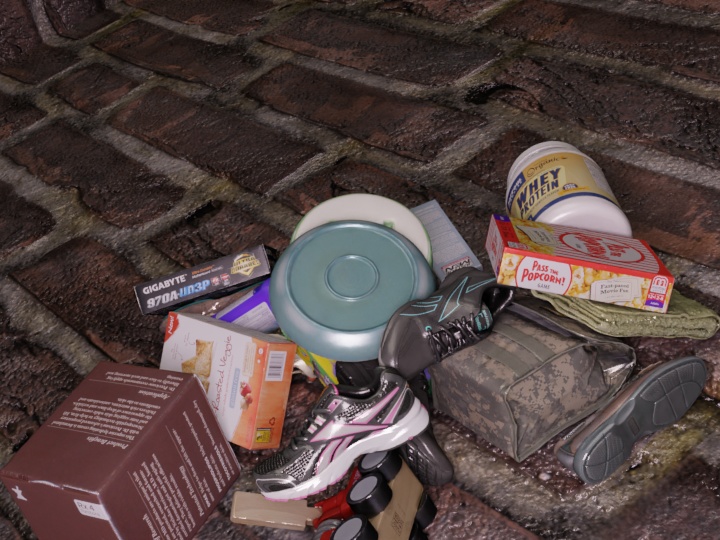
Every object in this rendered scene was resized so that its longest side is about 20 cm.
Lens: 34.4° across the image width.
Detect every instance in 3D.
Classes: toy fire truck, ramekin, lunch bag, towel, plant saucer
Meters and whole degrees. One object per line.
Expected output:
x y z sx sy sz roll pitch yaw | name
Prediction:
-0.042 0.283 1.244 0.198 0.129 0.177 -27 21 29 | toy fire truck
0.000 0.000 1.449 0.197 0.098 0.202 0 53 0 | ramekin
0.199 0.106 1.359 0.198 0.119 0.163 -28 31 -24 | lunch bag
0.316 0.042 1.387 0.197 0.037 0.148 1 21 -28 | towel
-0.010 0.014 1.361 0.197 0.028 0.202 0 53 0 | plant saucer

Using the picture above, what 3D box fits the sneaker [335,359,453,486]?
0.053 0.160 1.352 0.090 0.076 0.200 -28 59 -20 | sneaker

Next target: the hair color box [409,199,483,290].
0.116 -0.004 1.580 0.060 0.100 0.201 -21 32 -4 | hair color box

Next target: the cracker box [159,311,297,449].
-0.178 0.138 1.497 0.198 0.136 0.057 12 4 42 | cracker box

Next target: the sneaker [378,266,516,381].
0.097 0.058 1.304 0.079 0.076 0.200 8 39 44 | sneaker

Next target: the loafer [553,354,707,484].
0.295 0.152 1.280 0.199 0.073 0.063 -35 29 -19 | loafer

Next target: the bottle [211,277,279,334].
-0.171 0.080 1.603 0.199 0.066 0.083 -32 -5 18 | bottle

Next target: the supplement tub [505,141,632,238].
0.272 -0.074 1.556 0.142 0.146 0.201 -17 32 5 | supplement tub

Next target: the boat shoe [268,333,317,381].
-0.073 0.117 1.538 0.197 0.071 0.064 -3 69 1 | boat shoe

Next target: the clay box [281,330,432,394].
-0.006 0.100 1.467 0.114 0.048 0.200 -32 61 -20 | clay box

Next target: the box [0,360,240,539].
-0.278 0.238 1.374 0.164 0.166 0.200 5 40 33 | box

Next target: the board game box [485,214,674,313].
0.253 -0.010 1.373 0.197 0.047 0.152 10 17 -3 | board game box

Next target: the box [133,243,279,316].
-0.218 0.016 1.711 0.197 0.047 0.159 -18 -3 3 | box

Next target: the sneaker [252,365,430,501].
-0.031 0.166 1.243 0.198 0.087 0.080 -29 17 -8 | sneaker

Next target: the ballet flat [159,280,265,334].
-0.194 0.071 1.679 0.197 0.068 0.068 -21 59 2 | ballet flat
